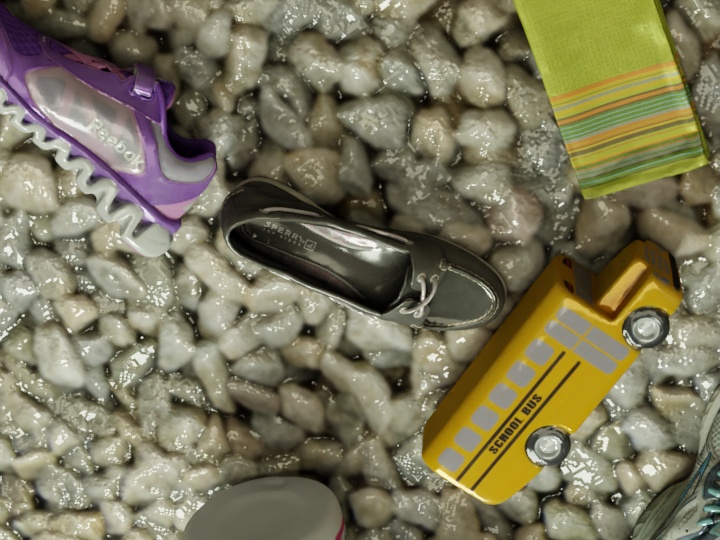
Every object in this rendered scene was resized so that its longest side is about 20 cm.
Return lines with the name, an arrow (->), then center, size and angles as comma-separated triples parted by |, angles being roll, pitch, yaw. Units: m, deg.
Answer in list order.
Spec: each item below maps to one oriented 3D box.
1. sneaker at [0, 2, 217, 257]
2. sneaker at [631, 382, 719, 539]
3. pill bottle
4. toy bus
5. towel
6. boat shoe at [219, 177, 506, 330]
sneaker -> -0.165, -0.106, 1.067 | 0.088, 0.081, 0.200 | -39, 111, 13
sneaker -> 0.254, 0.153, 1.138 | 0.077, 0.086, 0.201 | 21, 115, -6
pill bottle -> -0.050, 0.258, 1.198 | 0.113, 0.114, 0.201 | -9, 113, 9
toy bus -> 0.127, 0.062, 1.120 | 0.078, 0.065, 0.200 | 32, 114, -8
towel -> 0.148, -0.143, 1.050 | 0.086, 0.018, 0.201 | -19, 111, 12
boat shoe -> 0.000, 0.000, 1.106 | 0.199, 0.057, 0.067 | 21, 115, -5
